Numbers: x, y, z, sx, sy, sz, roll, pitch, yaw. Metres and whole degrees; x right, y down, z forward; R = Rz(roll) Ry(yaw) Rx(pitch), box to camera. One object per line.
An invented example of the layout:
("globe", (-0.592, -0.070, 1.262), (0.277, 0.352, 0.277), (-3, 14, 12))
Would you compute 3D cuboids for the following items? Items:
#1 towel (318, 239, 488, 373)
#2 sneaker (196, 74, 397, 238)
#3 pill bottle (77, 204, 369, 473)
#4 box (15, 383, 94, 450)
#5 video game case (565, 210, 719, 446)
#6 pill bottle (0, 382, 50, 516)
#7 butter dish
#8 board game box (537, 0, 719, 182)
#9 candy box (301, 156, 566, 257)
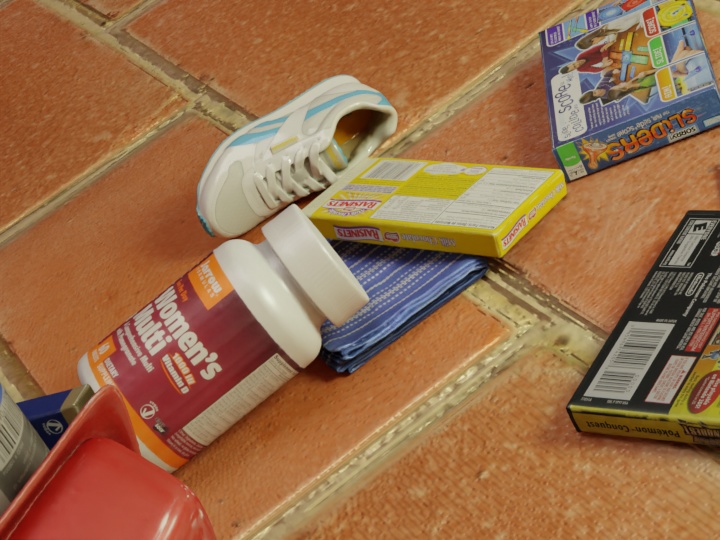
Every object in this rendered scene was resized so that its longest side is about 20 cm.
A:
("towel", (0.000, 0.000, 1.286), (0.144, 0.024, 0.200), (-35, 31, -10))
("sneaker", (-0.058, -0.098, 1.425), (0.200, 0.077, 0.081), (-40, 35, -13))
("pill bottle", (-0.098, 0.048, 1.188), (0.200, 0.110, 0.110), (-39, 31, 3))
("box", (-0.253, 0.156, 1.172), (0.199, 0.122, 0.032), (-14, 27, 25))
("video game case", (0.250, 0.033, 1.031), (0.180, 0.026, 0.200), (2, 42, 41))
("pill bottle", (-0.245, 0.163, 1.079), (0.113, 0.201, 0.114), (-20, 32, 13))
("butter dish", (-0.139, 0.209, 0.978), (0.147, 0.201, 0.200), (18, 49, 21))
("board game box", (0.217, -0.161, 1.327), (0.134, 0.035, 0.201), (-20, 32, 17))
("candy box", (0.054, -0.053, 1.288), (0.199, 0.027, 0.102), (7, 38, 40))
